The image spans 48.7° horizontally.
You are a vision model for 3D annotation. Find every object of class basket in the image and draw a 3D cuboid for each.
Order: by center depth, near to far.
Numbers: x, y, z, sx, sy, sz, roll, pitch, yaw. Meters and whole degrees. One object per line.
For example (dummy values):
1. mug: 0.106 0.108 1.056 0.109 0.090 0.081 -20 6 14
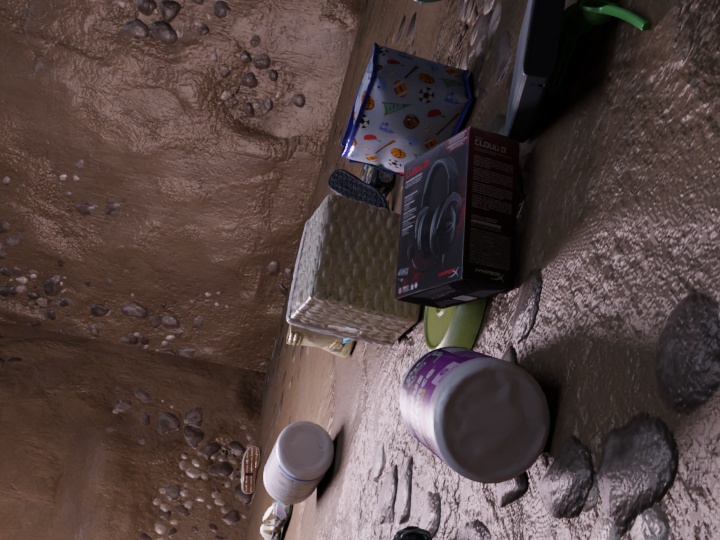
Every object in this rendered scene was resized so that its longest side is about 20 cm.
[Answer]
1. basket: 0.000 0.000 1.330 0.161 0.198 0.200 133 149 -64

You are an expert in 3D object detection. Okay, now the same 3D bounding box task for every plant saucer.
1. plant saucer: 0.121 0.034 1.055 0.200 0.031 0.200 -167 90 -80

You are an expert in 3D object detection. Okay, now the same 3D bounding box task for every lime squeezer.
1. lime squeezer: 0.223 -0.237 0.783 0.200 0.038 0.071 164 118 -79

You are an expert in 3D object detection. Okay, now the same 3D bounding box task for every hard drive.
1. hard drive: 0.187 -0.233 0.851 0.200 0.033 0.140 59 -140 -79

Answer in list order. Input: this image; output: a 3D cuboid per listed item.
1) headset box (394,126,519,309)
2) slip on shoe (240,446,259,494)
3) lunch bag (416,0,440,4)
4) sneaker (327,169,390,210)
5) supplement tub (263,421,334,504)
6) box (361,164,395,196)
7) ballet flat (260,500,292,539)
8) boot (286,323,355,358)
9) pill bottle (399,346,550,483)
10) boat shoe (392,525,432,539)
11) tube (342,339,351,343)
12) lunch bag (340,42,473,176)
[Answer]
1. headset box: 0.114 -0.066 0.948 0.149 0.077 0.200 -21 62 60
2. slip on shoe: -0.476 0.858 3.423 0.061 0.076 0.200 143 132 -66
3. lunch bag: 0.137 -0.627 1.556 0.200 0.122 0.170 -82 9 -57
4. sneaker: 0.010 -0.157 1.752 0.072 0.083 0.200 -47 56 6
5. supplement tub: -0.141 0.434 1.790 0.200 0.132 0.132 116 164 -54
6. box: 0.043 -0.236 1.833 0.200 0.044 0.160 133 149 -72
7. ballet flat: -0.243 0.712 2.225 0.072 0.072 0.200 -94 18 -59
8. boot: -0.076 0.100 1.754 0.073 0.155 0.200 -89 15 -51
9. pill bottle: 0.101 0.134 0.796 0.200 0.112 0.112 175 107 -80
10. boat shoe: 0.056 0.332 0.924 0.200 0.072 0.071 115 160 -60
11. tube: 0.004 0.054 1.666 0.077 0.050 0.200 -21 52 42
12. lunch bag: 0.069 -0.246 1.300 0.124 0.170 0.200 -83 10 -47
